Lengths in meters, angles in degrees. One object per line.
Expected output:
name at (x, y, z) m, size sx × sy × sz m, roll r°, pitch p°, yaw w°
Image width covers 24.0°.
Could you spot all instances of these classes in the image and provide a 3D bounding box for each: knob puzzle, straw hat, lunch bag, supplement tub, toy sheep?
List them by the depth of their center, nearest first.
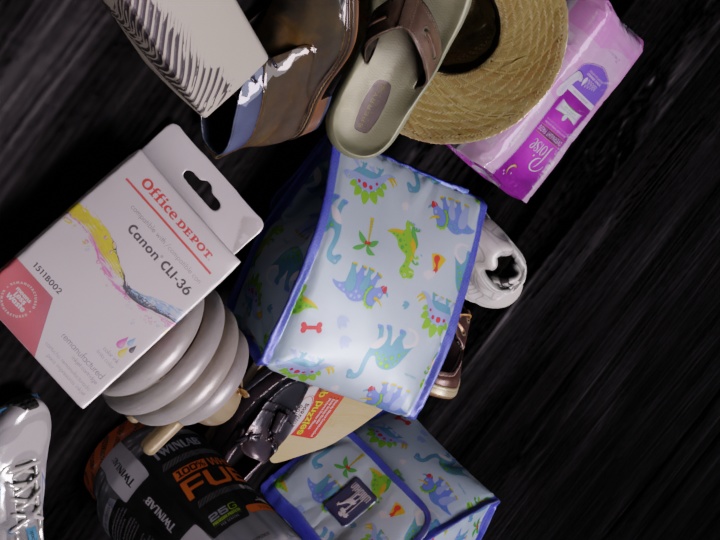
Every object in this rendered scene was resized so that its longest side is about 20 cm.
toy sheep at (-0.166, 0.060, 1.363) m, size 0.138 × 0.138 × 0.200 m, roll -47°, pitch 128°, yaw -3°
straw hat at (0.068, -0.210, 1.382) m, size 0.202 × 0.200 × 0.085 m, roll -58°, pitch -169°, yaw 17°
lunch bag at (0.000, 0.000, 1.455) m, size 0.169 × 0.127 × 0.201 m, roll 20°, pitch 99°, yaw -31°
supplement tub at (-0.150, 0.225, 1.503) m, size 0.122 × 0.200 × 0.123 m, roll -35°, pitch 149°, yaw -25°
knob puzzle at (-0.040, 0.106, 1.668) m, size 0.219 × 0.030 × 0.220 m, roll -23°, pitch 137°, yaw -22°
lunch bag at (0.017, 0.250, 1.794) m, size 0.199 × 0.170 × 0.128 m, roll -19°, pitch 141°, yaw -39°

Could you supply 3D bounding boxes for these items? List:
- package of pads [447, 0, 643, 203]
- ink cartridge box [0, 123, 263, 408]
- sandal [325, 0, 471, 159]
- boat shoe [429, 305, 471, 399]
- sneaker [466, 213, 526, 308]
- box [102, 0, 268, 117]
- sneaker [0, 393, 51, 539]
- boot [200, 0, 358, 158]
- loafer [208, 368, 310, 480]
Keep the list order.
package of pads at (0.173, -0.171, 1.600) m, size 0.200 × 0.076 × 0.120 m, roll -52°, pitch 148°, yaw 6°
ink cartridge box at (-0.173, -0.009, 1.263) m, size 0.200 × 0.117 × 0.067 m, roll -44°, pitch -171°, yaw -10°
sandal at (0.033, -0.174, 1.318) m, size 0.057 × 0.079 × 0.202 m, roll -92°, pitch -158°, yaw -70°
boat shoe at (0.068, 0.053, 1.586) m, size 0.200 × 0.072 × 0.072 m, roll -79°, pitch -172°, yaw -70°
sneaker at (0.137, 0.001, 1.754) m, size 0.075 × 0.081 × 0.200 m, roll -48°, pitch 153°, yaw -4°
box at (-0.137, -0.194, 1.143) m, size 0.068 × 0.082 × 0.200 m, roll -43°, pitch 150°, yaw -6°
sneaker at (-0.283, 0.192, 1.400) m, size 0.075 × 0.087 × 0.201 m, roll -15°, pitch 136°, yaw -43°
boot at (-0.063, -0.166, 1.282) m, size 0.097 × 0.075 × 0.201 m, roll -29°, pitch 148°, yaw -36°
loafer at (-0.111, 0.176, 1.600) m, size 0.200 × 0.063 × 0.072 m, roll -48°, pitch 140°, yaw 9°
